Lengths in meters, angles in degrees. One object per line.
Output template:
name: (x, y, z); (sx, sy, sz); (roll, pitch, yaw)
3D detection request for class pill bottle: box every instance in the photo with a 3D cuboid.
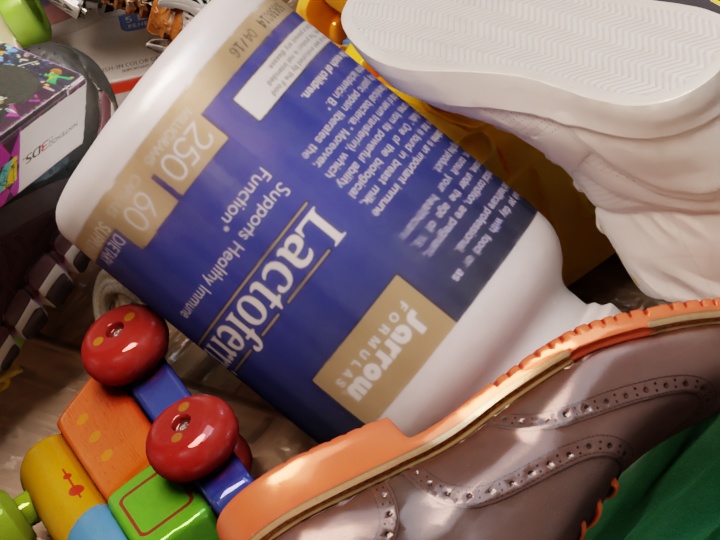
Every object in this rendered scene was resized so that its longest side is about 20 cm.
pill bottle: (0.000, 0.000, 1.061); (0.200, 0.116, 0.116); (38, 49, 0)

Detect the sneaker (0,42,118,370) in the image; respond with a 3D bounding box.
sneaker: (-0.164, -0.010, 1.099); (0.075, 0.116, 0.201); (15, 75, 31)

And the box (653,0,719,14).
box: (0.181, -0.036, 1.066); (0.161, 0.200, 0.049); (33, 77, 39)

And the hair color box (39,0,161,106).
hair color box: (-0.102, -0.120, 1.324); (0.110, 0.064, 0.200); (-13, 38, -5)

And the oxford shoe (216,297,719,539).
oxford shoe: (0.057, 0.071, 0.962); (0.199, 0.071, 0.073); (-25, 68, -8)

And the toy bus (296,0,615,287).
toy bus: (0.026, -0.061, 1.196); (0.192, 0.136, 0.200); (-45, 48, -16)

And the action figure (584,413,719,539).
action figure: (0.117, 0.083, 1.026); (0.200, 0.118, 0.055); (-42, 23, -23)

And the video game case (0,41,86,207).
video game case: (-0.229, -0.052, 1.058); (0.199, 0.036, 0.181); (22, 40, 21)

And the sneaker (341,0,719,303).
sneaker: (0.076, -0.046, 1.055); (0.074, 0.116, 0.200); (-41, 35, -16)

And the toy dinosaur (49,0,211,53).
toy dinosaur: (-0.112, -0.163, 1.218); (0.200, 0.102, 0.136); (49, 49, 0)

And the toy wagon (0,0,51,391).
toy wagon: (-0.179, -0.025, 1.202); (0.155, 0.040, 0.201); (-28, 63, 9)

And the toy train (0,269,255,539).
toy train: (-0.105, 0.072, 1.090); (0.116, 0.085, 0.200); (-35, 36, -5)
